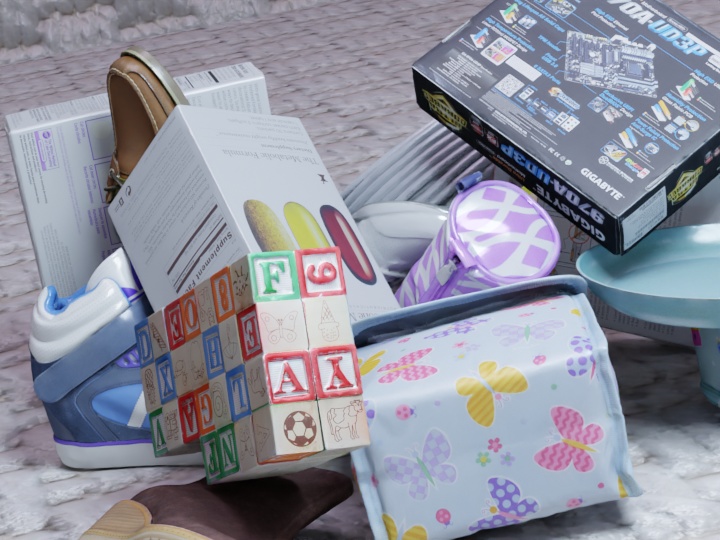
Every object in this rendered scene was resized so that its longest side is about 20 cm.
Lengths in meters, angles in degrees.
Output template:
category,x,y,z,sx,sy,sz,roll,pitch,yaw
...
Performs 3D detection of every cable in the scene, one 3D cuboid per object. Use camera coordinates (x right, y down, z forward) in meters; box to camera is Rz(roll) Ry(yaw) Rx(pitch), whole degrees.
category,x,y,z,sx,sy,sz,roll,pitch,yaw
cable,0.062,-0.066,1.642,0.200,0.069,0.200,-34,-9,-14

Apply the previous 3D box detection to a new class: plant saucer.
category,x,y,z,sx,sy,sz,roll,pitch,yaw
plant saucer,0.239,0.004,1.374,0.199,0.028,0.200,-3,14,1

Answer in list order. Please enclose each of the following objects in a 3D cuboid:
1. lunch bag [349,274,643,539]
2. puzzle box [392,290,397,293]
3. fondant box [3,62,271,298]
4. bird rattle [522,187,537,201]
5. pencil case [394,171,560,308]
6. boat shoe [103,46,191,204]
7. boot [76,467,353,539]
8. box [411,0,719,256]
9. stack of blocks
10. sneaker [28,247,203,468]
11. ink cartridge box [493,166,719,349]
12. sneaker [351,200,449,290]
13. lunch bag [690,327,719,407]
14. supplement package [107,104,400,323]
category,x,y,z,sx,sy,sz,roll,pitch,yaw
lunch bag,0.073,0.078,1.324,0.169,0.128,0.200,-14,12,5
puzzle box,0.089,0.044,1.631,0.132,0.026,0.200,-9,16,-2
fondant box,-0.161,-0.066,1.646,0.199,0.145,0.058,-13,19,-9
bird rattle,0.095,-0.042,1.784,0.199,0.113,0.163,-10,18,4
pencil case,0.064,0.022,1.441,0.085,0.084,0.200,-37,-15,-34
boat shoe,-0.148,-0.062,1.552,0.068,0.201,0.072,-33,31,-26
boot,-0.063,0.150,1.244,0.166,0.073,0.200,-24,18,-39
box,0.157,-0.120,1.447,0.159,0.046,0.200,-39,58,-19
stack of blocks,-0.069,0.066,1.271,0.058,0.116,0.200,-5,-10,-26
sneaker,-0.133,0.055,1.486,0.199,0.147,0.081,-7,15,9
ink cartridge box,0.185,-0.057,1.541,0.175,0.201,0.045,13,23,17
sneaker,0.000,0.000,1.525,0.200,0.081,0.070,-15,-20,38
lunch bag,0.322,0.049,1.389,0.199,0.077,0.160,-14,17,-18
supplement package,-0.070,0.000,1.451,0.113,0.110,0.200,2,48,-41
